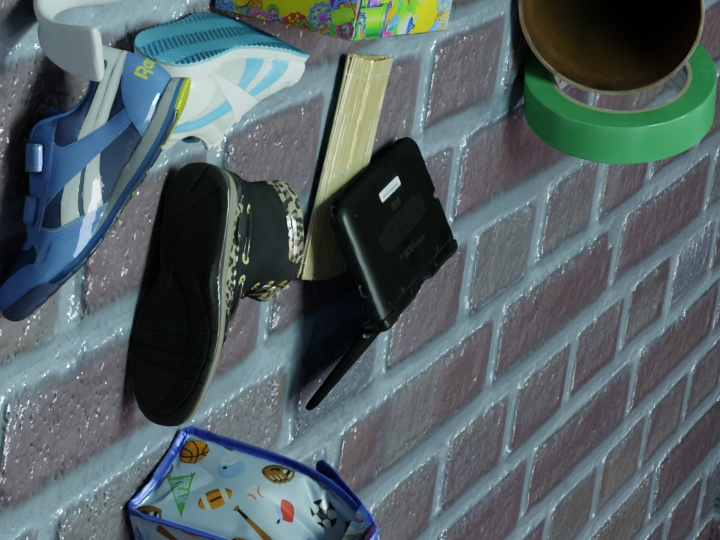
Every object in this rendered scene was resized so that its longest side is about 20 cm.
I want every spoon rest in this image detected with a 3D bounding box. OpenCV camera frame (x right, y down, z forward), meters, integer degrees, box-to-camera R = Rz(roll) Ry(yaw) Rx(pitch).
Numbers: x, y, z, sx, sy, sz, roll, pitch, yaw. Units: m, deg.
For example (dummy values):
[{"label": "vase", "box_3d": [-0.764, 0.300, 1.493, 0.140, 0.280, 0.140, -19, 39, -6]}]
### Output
[{"label": "spoon rest", "box_3d": [-0.168, -0.201, 1.541, 0.201, 0.060, 0.100, -70, 164, -49]}]

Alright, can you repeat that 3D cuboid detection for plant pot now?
[{"label": "plant pot", "box_3d": [0.267, -0.308, 2.404, 0.200, 0.185, 0.188, -69, 164, -58]}]

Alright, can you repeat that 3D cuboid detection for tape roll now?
[{"label": "tape roll", "box_3d": [0.268, -0.186, 2.416, 0.201, 0.199, 0.048, -53, 150, -43]}]

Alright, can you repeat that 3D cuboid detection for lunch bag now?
[{"label": "lunch bag", "box_3d": [-0.067, 0.234, 1.871, 0.124, 0.199, 0.171, -57, 152, -37]}]

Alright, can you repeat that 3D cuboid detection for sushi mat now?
[{"label": "sushi mat", "box_3d": [-0.014, -0.090, 2.038, 0.096, 0.012, 0.202, -7, 111, -69]}]

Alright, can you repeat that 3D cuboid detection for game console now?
[{"label": "game console", "box_3d": [0.000, 0.000, 2.097, 0.177, 0.116, 0.200, 68, 27, -14]}]

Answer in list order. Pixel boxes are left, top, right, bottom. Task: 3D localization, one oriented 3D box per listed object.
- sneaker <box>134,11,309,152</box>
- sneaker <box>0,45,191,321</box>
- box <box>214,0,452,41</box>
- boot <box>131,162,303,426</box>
[{"label": "sneaker", "box_3d": [-0.109, -0.136, 1.703, 0.200, 0.076, 0.081, -19, 131, -58]}, {"label": "sneaker", "box_3d": [-0.192, -0.060, 1.552, 0.201, 0.082, 0.074, -58, -173, 3]}, {"label": "box", "box_3d": [-0.003, -0.288, 1.782, 0.192, 0.121, 0.202, -17, 119, -65]}, {"label": "boot", "box_3d": [-0.107, 0.017, 1.807, 0.150, 0.073, 0.202, -5, 104, -67]}]
